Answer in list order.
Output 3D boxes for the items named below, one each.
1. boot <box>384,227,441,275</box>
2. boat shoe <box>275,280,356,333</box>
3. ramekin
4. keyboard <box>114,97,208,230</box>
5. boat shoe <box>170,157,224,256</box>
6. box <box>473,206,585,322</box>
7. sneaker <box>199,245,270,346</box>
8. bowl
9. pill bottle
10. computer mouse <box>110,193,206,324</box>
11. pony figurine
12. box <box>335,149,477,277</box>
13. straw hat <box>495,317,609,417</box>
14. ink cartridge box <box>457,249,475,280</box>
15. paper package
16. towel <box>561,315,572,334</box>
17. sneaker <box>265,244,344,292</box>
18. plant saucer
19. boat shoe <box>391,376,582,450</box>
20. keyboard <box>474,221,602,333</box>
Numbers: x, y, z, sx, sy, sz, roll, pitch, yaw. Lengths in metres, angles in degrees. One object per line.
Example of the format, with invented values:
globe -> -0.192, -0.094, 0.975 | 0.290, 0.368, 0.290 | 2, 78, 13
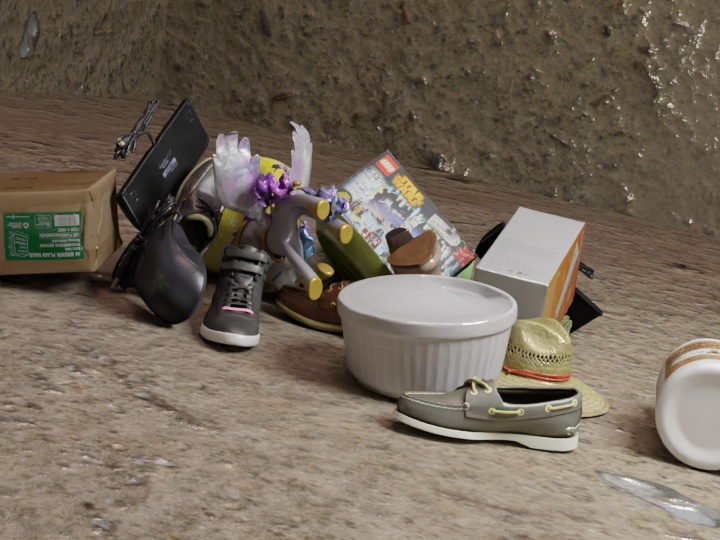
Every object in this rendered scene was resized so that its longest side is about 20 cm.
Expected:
boot -> 0.088, 0.025, 1.677 | 0.070, 0.147, 0.200 | -27, 16, -2
boat shoe -> -0.016, 0.044, 1.660 | 0.198, 0.068, 0.072 | 16, 12, 26
ramekin -> 0.073, 0.075, 1.460 | 0.199, 0.096, 0.203 | 1, 15, 0
keyboard -> -0.266, -0.153, 1.709 | 0.020, 0.128, 0.201 | -1, 43, 28
boat shoe -> -0.211, -0.058, 1.687 | 0.072, 0.202, 0.066 | 39, -25, -27
box -> 0.217, 0.019, 1.718 | 0.096, 0.126, 0.200 | 14, 30, 17
sneaker -> -0.146, 0.025, 1.554 | 0.070, 0.100, 0.200 | 11, 12, -6
bowl -> -0.164, -0.051, 1.821 | 0.198, 0.201, 0.109 | 3, 50, -32
pill bottle -> 0.381, 0.137, 1.443 | 0.113, 0.116, 0.200 | 12, 11, 11
computer mouse -> -0.247, -0.006, 1.581 | 0.052, 0.139, 0.200 | 25, 11, -35
pony figurine -> -0.099, -0.077, 1.658 | 0.165, 0.196, 0.199 | -9, 23, -41
box -> 0.049, -0.053, 1.830 | 0.136, 0.200, 0.040 | -37, -9, -26
straw hat -> 0.203, 0.098, 1.545 | 0.198, 0.086, 0.201 | 10, 10, -2
ink cartridge box -> 0.057, -0.028, 1.932 | 0.198, 0.068, 0.117 | 20, -10, -32
paper package -> -0.411, -0.060, 1.635 | 0.197, 0.105, 0.191 | -2, 13, 1
towel -> 0.193, 0.067, 1.833 | 0.198, 0.037, 0.148 | 15, 13, 16
sneaker -> -0.072, 0.016, 1.815 | 0.082, 0.075, 0.199 | 52, 24, 21
plant saucer -> 0.000, 0.000, 1.731 | 0.200, 0.031, 0.200 | 50, -9, 11
boat shoe -> 0.131, 0.139, 1.336 | 0.199, 0.061, 0.072 | 8, 11, -13
keyboard -> 0.264, 0.001, 1.845 | 0.200, 0.127, 0.021 | 40, 46, -13
